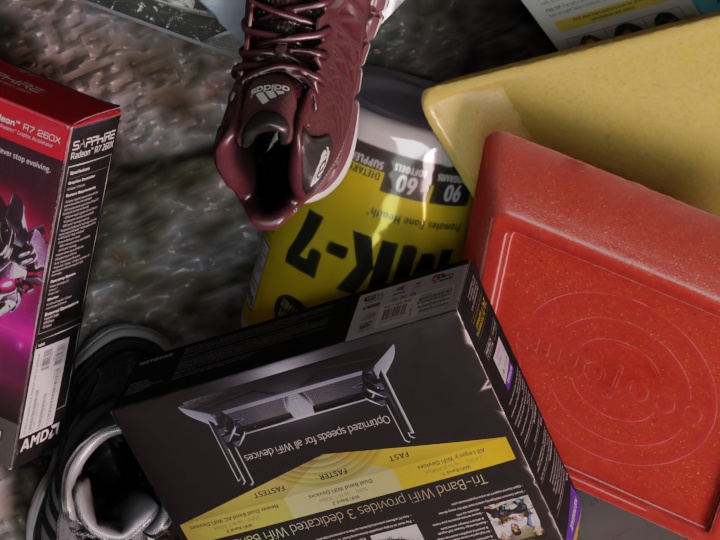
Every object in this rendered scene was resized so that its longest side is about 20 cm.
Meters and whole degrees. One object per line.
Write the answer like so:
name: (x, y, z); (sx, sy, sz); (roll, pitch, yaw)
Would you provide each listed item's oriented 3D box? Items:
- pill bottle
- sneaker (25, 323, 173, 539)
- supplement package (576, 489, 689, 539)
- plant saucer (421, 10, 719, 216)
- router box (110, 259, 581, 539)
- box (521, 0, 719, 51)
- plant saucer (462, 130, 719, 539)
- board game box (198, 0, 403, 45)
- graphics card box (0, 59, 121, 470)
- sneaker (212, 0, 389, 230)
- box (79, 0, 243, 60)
pill bottle: (0.000, 0.000, 1.128); (0.113, 0.114, 0.201); (12, 110, -11)
sneaker: (-0.146, 0.139, 1.168); (0.075, 0.114, 0.202); (10, 111, -10)
supplement package: (0.190, 0.183, 1.201); (0.199, 0.156, 0.111); (-34, 112, 7)
plant saucer: (0.160, -0.046, 1.037); (0.199, 0.049, 0.201); (-11, 126, 33)
router box: (-0.005, 0.097, 1.075); (0.199, 0.052, 0.158); (-16, 115, 20)
box: (0.136, -0.135, 1.029); (0.082, 0.049, 0.200); (-13, 134, 35)
plant saucer: (0.132, 0.049, 1.051); (0.198, 0.037, 0.201); (23, 135, 15)
board game box: (-0.029, -0.222, 1.020); (0.199, 0.043, 0.200); (-44, 112, 12)
graphics card box: (-0.205, -0.010, 1.106); (0.125, 0.051, 0.201); (22, 113, 21)
sneaker: (-0.028, -0.110, 0.974); (0.075, 0.116, 0.202); (7, 114, 8)
box: (-0.066, -0.218, 1.067); (0.157, 0.048, 0.201); (20, 109, -13)
